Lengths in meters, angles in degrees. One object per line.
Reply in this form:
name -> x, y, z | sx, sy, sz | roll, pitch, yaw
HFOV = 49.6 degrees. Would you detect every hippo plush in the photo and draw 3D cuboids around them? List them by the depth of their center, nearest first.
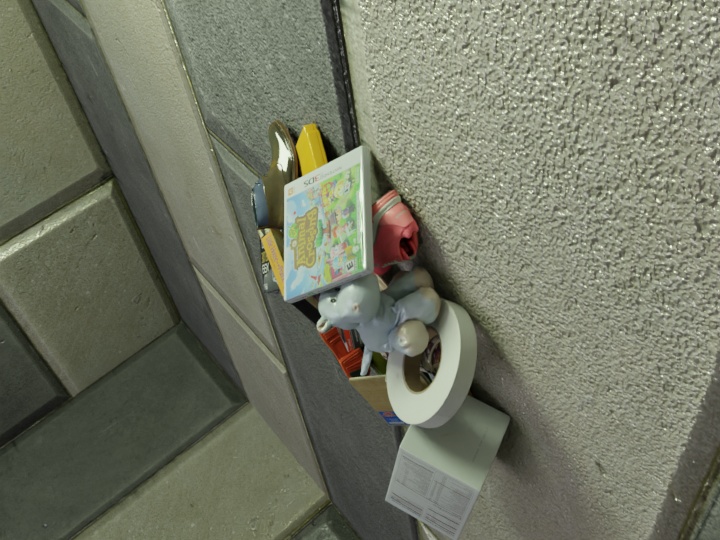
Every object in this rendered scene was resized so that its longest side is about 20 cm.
hippo plush -> 0.016, 0.047, 1.233 | 0.159, 0.163, 0.199 | 30, 151, -24

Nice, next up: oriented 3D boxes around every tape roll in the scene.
tape roll -> 0.108, 0.145, 1.231 | 0.036, 0.208, 0.202 | 16, 178, -27

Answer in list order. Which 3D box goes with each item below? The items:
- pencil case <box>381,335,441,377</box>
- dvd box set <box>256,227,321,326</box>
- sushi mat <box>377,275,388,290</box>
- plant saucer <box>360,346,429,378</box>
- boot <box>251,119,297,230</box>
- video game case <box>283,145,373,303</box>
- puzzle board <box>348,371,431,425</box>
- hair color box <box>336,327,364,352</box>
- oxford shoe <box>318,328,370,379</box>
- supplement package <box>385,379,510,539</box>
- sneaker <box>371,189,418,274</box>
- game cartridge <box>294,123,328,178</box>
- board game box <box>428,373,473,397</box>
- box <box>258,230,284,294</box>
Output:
pencil case -> 0.106, 0.140, 1.367 | 0.199, 0.076, 0.092 | 11, 116, 63
dvd box set -> -0.123, 0.008, 1.469 | 0.146, 0.029, 0.202 | 45, -167, -47
sushi mat -> 0.000, 0.000, 1.386 | 0.201, 0.012, 0.096 | 50, 159, 15
plant saucer -> 0.056, 0.169, 1.573 | 0.200, 0.047, 0.202 | 47, 158, 25
boot -> -0.157, -0.166, 1.373 | 0.075, 0.095, 0.205 | 130, 126, -68
video game case -> -0.054, -0.069, 1.206 | 0.180, 0.022, 0.205 | -20, 62, 39
puzzle board -> 0.088, 0.254, 1.540 | 0.197, 0.018, 0.151 | -12, 128, 45
hair color box -> -0.040, 0.045, 1.507 | 0.103, 0.060, 0.202 | 79, 167, -47
oxford shoe -> -0.047, 0.137, 1.612 | 0.204, 0.070, 0.072 | 66, 169, -4
supplement package -> 0.148, 0.330, 1.350 | 0.148, 0.153, 0.203 | 25, 141, 14
sneaker -> 0.049, -0.036, 1.236 | 0.087, 0.073, 0.202 | 46, 158, 20
game cartridge -> -0.080, -0.135, 1.363 | 0.200, 0.032, 0.181 | 133, 124, -68
board game box -> 0.185, 0.251, 1.429 | 0.095, 0.030, 0.203 | 11, 130, 64
box -> -0.172, -0.037, 1.682 | 0.199, 0.048, 0.162 | 166, 100, -69
